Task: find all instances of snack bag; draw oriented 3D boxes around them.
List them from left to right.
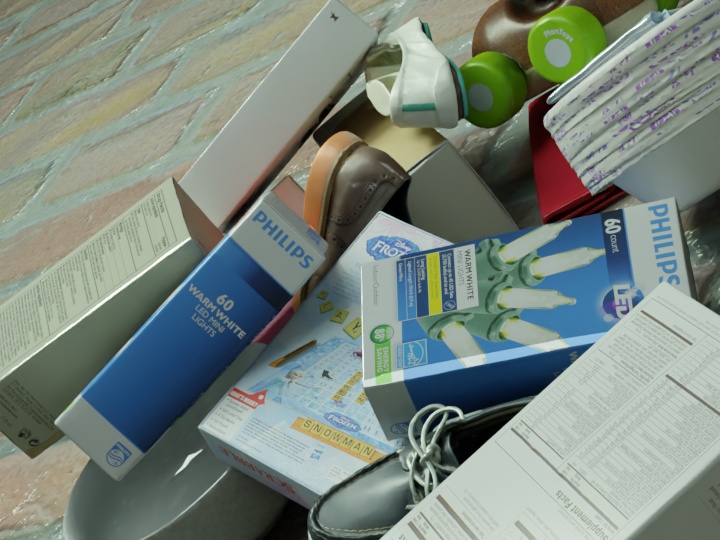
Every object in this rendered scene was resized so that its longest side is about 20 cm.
[{"bbox_3d":[0.241,-0.186,1.367,0.200,0.021,0.188,-36,-5,34],"label":"snack bag"}]

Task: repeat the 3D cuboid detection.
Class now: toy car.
[{"bbox_3d":[0.122,-0.239,1.480,0.158,0.200,0.164,-27,6,40],"label":"toy car"}]

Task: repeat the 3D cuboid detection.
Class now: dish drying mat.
[{"bbox_3d":[0.165,-0.096,1.460,0.077,0.018,0.200,-30,24,17],"label":"dish drying mat"}]

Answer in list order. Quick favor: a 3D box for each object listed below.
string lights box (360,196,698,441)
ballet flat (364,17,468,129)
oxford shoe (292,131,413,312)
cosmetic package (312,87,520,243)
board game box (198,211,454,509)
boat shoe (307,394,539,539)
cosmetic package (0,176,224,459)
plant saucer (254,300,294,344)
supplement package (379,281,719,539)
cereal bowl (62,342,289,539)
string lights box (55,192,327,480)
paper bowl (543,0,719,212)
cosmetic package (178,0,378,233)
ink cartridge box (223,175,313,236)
[{"bbox_3d":[0.103,0.030,1.170,0.199,0.059,0.103,-12,47,12],"label":"string lights box"},{"bbox_3d":[0.034,-0.148,1.456,0.069,0.069,0.200,-38,18,6],"label":"ballet flat"},{"bbox_3d":[0.000,0.000,1.380,0.073,0.200,0.071,27,47,26],"label":"oxford shoe"},{"bbox_3d":[0.040,-0.068,1.492,0.071,0.105,0.200,-40,25,0],"label":"cosmetic package"},{"bbox_3d":[0.032,0.074,1.230,0.200,0.041,0.200,25,65,36],"label":"board game box"},{"bbox_3d":[0.060,0.116,1.115,0.199,0.062,0.075,-15,54,6],"label":"boat shoe"},{"bbox_3d":[-0.188,0.034,1.408,0.200,0.073,0.104,-35,32,7],"label":"cosmetic package"},{"bbox_3d":[-0.068,0.039,1.533,0.200,0.051,0.201,-34,25,18],"label":"plant saucer"},{"bbox_3d":[0.140,0.141,0.910,0.200,0.152,0.151,-42,23,-3],"label":"supplement package"},{"bbox_3d":[-0.109,0.149,1.361,0.200,0.083,0.200,-34,24,18],"label":"cereal bowl"},{"bbox_3d":[-0.109,0.042,1.293,0.200,0.059,0.103,-47,3,4],"label":"string lights box"},{"bbox_3d":[0.224,-0.111,1.232,0.200,0.105,0.201,-33,-3,-2],"label":"paper bowl"},{"bbox_3d":[-0.065,-0.119,1.532,0.200,0.052,0.151,-50,-2,2],"label":"cosmetic package"},{"bbox_3d":[-0.109,0.010,1.468,0.200,0.045,0.176,-45,5,-10],"label":"ink cartridge box"}]
